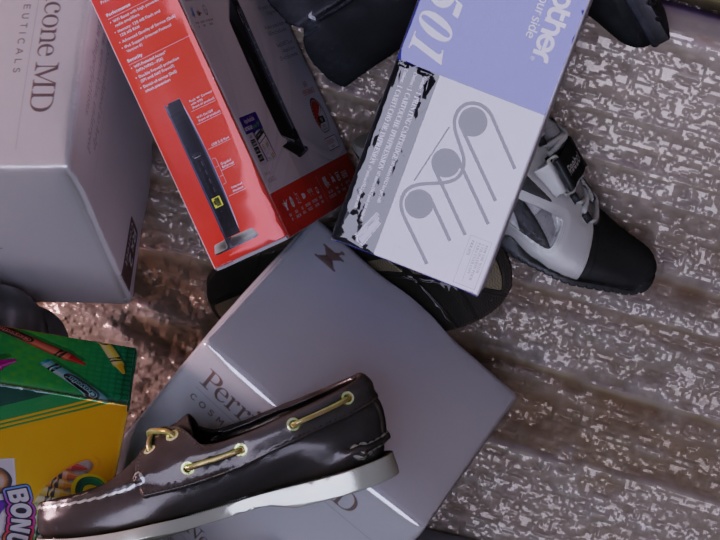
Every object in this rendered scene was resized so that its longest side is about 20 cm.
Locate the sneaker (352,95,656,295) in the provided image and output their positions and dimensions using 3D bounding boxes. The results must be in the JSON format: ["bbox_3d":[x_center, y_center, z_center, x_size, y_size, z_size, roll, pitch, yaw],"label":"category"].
[{"bbox_3d":[0.102,-0.058,1.617,0.199,0.074,0.089,29,109,-11],"label":"sneaker"}]

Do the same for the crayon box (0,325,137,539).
[{"bbox_3d":[-0.200,0.128,1.540,0.118,0.058,0.201,9,122,-6],"label":"crayon box"}]

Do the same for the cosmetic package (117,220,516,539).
[{"bbox_3d":[-0.047,0.115,1.621,0.167,0.166,0.200,41,125,0],"label":"cosmetic package"}]

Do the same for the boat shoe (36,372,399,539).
[{"bbox_3d":[-0.083,0.106,1.473,0.200,0.072,0.061,-14,93,0],"label":"boat shoe"}]

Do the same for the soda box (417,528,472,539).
[{"bbox_3d":[0.032,0.219,1.639,0.068,0.200,0.064,14,107,6],"label":"soda box"}]

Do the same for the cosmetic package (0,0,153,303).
[{"bbox_3d":[-0.235,-0.088,1.604,0.199,0.165,0.166,-1,62,10],"label":"cosmetic package"}]

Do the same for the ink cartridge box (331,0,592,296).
[{"bbox_3d":[0.061,-0.096,1.562,0.094,0.044,0.201,21,97,5],"label":"ink cartridge box"}]

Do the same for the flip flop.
[{"bbox_3d":[0.000,0.000,1.674,0.199,0.058,0.081,-10,109,28],"label":"flip flop"}]

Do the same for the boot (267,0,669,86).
[{"bbox_3d":[0.062,-0.163,1.617,0.199,0.066,0.165,-29,100,16],"label":"boot"}]

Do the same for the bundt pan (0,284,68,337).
[{"bbox_3d":[-0.259,0.058,1.623,0.201,0.202,0.076,-2,60,10],"label":"bundt pan"}]

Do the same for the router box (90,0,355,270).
[{"bbox_3d":[-0.076,-0.104,1.579,0.049,0.200,0.180,-24,94,15],"label":"router box"}]
